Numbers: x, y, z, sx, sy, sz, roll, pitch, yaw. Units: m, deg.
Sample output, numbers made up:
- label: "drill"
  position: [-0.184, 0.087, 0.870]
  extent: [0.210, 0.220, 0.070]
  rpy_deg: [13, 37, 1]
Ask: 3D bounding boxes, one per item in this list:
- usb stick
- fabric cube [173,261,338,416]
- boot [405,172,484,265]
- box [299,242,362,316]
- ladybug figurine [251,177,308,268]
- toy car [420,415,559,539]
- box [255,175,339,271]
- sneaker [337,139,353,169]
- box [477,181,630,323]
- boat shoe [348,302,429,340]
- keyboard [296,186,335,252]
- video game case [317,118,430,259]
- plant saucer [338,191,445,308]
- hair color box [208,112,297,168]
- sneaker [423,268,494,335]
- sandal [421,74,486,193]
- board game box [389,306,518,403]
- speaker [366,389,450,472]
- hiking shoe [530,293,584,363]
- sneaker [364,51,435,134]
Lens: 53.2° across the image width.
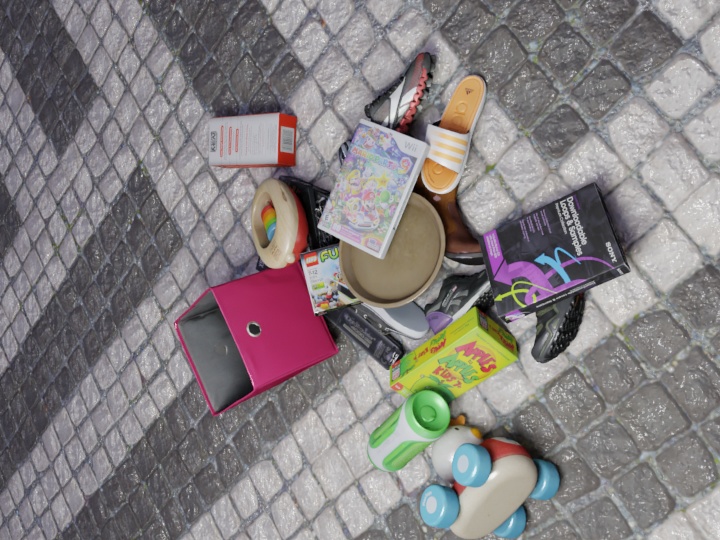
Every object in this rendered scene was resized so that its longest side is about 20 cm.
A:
- label: "usb stick"
  position: [0.000, 0.110, 1.348]
  extent: [0.199, 0.032, 0.056]
  rpy_deg: [38, 106, 29]
- label: "fabric cube"
  position: [-0.197, 0.125, 1.347]
  extent: [0.199, 0.197, 0.199]
  rpy_deg: [-35, 78, 49]
- label: "boot"
  position: [0.164, -0.114, 1.219]
  extent: [0.186, 0.068, 0.204]
  rpy_deg: [4, 82, 35]
- label: "box"
  position: [0.000, 0.000, 1.269]
  extent: [0.196, 0.035, 0.112]
  rpy_deg: [-16, 79, -4]
- label: "ladybug figurine"
  position: [-0.146, -0.084, 1.329]
  extent: [0.136, 0.071, 0.202]
  rpy_deg: [-55, 41, 35]
- label: "toy car"
  position: [0.181, 0.305, 1.168]
  extent: [0.178, 0.182, 0.201]
  rpy_deg: [-57, 33, 22]
- label: "box"
  position: [-0.117, -0.067, 1.415]
  extent: [0.156, 0.049, 0.203]
  rpy_deg: [24, 105, 33]
- label: "sneaker"
  position: [0.008, -0.142, 1.327]
  extent: [0.073, 0.088, 0.204]
  rpy_deg: [-17, 100, -6]
- label: "box"
  position: [0.281, -0.026, 1.068]
  extent: [0.198, 0.036, 0.145]
  rpy_deg: [-26, 56, 24]
- label: "boat shoe"
  position: [0.039, 0.079, 1.302]
  extent: [0.198, 0.070, 0.067]
  rpy_deg: [29, 129, 27]
- label: "keyboard"
  position: [-0.078, -0.053, 1.346]
  extent: [0.104, 0.039, 0.204]
  rpy_deg: [-18, 81, 57]
- label: "video game case"
  position: [0.019, -0.140, 1.212]
  extent: [0.142, 0.018, 0.203]
  rpy_deg: [26, 97, 31]
- label: "plant saucer"
  position: [0.054, -0.035, 1.207]
  extent: [0.197, 0.029, 0.204]
  rpy_deg: [-7, 75, 28]
- label: "hair color box"
  position: [-0.224, -0.265, 1.480]
  extent: [0.197, 0.061, 0.104]
  rpy_deg: [5, 95, 35]
- label: "sneaker"
  position: [0.176, 0.031, 1.194]
  extent: [0.200, 0.075, 0.088]
  rpy_deg: [-48, 59, 27]
- label: "sandal"
  position: [0.145, -0.233, 1.187]
  extent: [0.078, 0.059, 0.210]
  rpy_deg: [17, 87, 30]
- label: "board game box"
  position: [0.151, 0.154, 1.194]
  extent: [0.199, 0.101, 0.048]
  rpy_deg: [-39, 27, 30]
- label: "speaker"
  position: [0.078, 0.276, 1.223]
  extent: [0.089, 0.087, 0.201]
  rpy_deg: [59, 146, 19]
- label: "hiking shoe"
  position: [0.294, 0.040, 1.115]
  extent: [0.100, 0.075, 0.203]
  rpy_deg: [22, 94, 39]
- label: "sneaker"
  position: [0.061, -0.291, 1.251]
  extent: [0.097, 0.071, 0.203]
  rpy_deg: [25, 109, 1]
